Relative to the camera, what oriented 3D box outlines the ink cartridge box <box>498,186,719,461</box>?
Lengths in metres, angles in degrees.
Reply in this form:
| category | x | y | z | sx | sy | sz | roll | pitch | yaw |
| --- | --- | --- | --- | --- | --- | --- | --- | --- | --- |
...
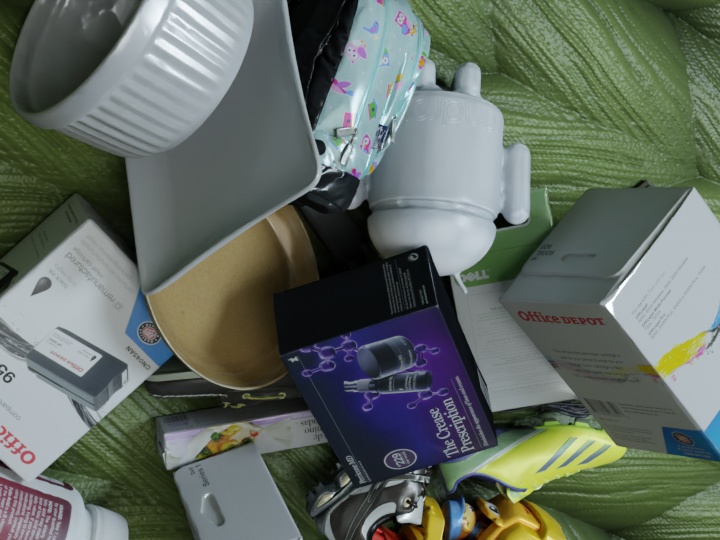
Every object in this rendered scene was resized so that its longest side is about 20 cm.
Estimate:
| category | x | y | z | sx | sy | sz | roll | pitch | yaw |
| --- | --- | --- | --- | --- | --- | --- | --- | --- | --- |
| ink cartridge box | 0.257 | 0.045 | 1.282 | 0.145 | 0.147 | 0.200 | -50 | 114 | -21 |

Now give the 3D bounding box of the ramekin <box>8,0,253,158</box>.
| category | x | y | z | sx | sy | sz | roll | pitch | yaw |
| --- | --- | --- | --- | --- | --- | --- | --- | --- | --- |
| ramekin | -0.172 | -0.183 | 1.130 | 0.105 | 0.200 | 0.200 | 30 | 97 | -35 |

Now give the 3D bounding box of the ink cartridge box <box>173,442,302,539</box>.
| category | x | y | z | sx | sy | sz | roll | pitch | yaw |
| --- | --- | --- | --- | --- | --- | --- | --- | --- | --- |
| ink cartridge box | -0.094 | 0.280 | 1.325 | 0.084 | 0.146 | 0.200 | -20 | 127 | -12 |

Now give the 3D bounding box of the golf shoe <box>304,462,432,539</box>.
| category | x | y | z | sx | sy | sz | roll | pitch | yaw |
| --- | --- | --- | --- | --- | --- | --- | --- | --- | --- |
| golf shoe | 0.045 | 0.191 | 1.385 | 0.200 | 0.095 | 0.078 | -44 | 161 | 3 |

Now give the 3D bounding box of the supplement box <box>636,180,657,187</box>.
| category | x | y | z | sx | sy | sz | roll | pitch | yaw |
| --- | --- | --- | --- | --- | --- | --- | --- | --- | --- |
| supplement box | 0.329 | 0.014 | 1.425 | 0.061 | 0.109 | 0.200 | -39 | 116 | -3 |

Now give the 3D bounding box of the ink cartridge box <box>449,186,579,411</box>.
| category | x | y | z | sx | sy | sz | roll | pitch | yaw |
| --- | --- | --- | --- | --- | --- | --- | --- | --- | --- |
| ink cartridge box | 0.141 | 0.026 | 1.360 | 0.104 | 0.059 | 0.200 | -10 | 98 | 9 |

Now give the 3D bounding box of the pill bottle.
| category | x | y | z | sx | sy | sz | roll | pitch | yaw |
| --- | --- | --- | --- | --- | --- | --- | --- | --- | --- |
| pill bottle | -0.312 | 0.227 | 1.268 | 0.200 | 0.114 | 0.114 | 26 | 99 | -25 |

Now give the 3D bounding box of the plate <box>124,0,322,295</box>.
| category | x | y | z | sx | sy | sz | roll | pitch | yaw |
| --- | --- | --- | --- | --- | --- | --- | --- | --- | --- |
| plate | -0.109 | -0.104 | 1.148 | 0.199 | 0.200 | 0.032 | -32 | 146 | 32 |

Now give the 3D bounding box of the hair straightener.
| category | x | y | z | sx | sy | sz | roll | pitch | yaw |
| --- | --- | --- | --- | --- | --- | --- | --- | --- | --- |
| hair straightener | 0.000 | 0.000 | 1.319 | 0.041 | 0.077 | 0.200 | -33 | 116 | -7 |

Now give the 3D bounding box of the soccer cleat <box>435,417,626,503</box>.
| category | x | y | z | sx | sy | sz | roll | pitch | yaw |
| --- | --- | --- | --- | --- | --- | --- | --- | --- | --- |
| soccer cleat | 0.168 | 0.190 | 1.441 | 0.200 | 0.065 | 0.084 | 2 | 72 | -14 |

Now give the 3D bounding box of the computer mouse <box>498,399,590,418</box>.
| category | x | y | z | sx | sy | sz | roll | pitch | yaw |
| --- | --- | --- | --- | --- | --- | --- | --- | --- | --- |
| computer mouse | 0.177 | 0.048 | 1.424 | 0.140 | 0.046 | 0.200 | -1 | 110 | -9 |

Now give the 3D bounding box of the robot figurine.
| category | x | y | z | sx | sy | sz | roll | pitch | yaw |
| --- | --- | --- | --- | --- | --- | --- | --- | --- | --- |
| robot figurine | 0.065 | -0.082 | 1.272 | 0.169 | 0.113 | 0.201 | 4 | 80 | 2 |

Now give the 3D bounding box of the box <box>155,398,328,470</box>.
| category | x | y | z | sx | sy | sz | roll | pitch | yaw |
| --- | --- | --- | --- | --- | --- | --- | --- | --- | --- |
| box | -0.090 | 0.146 | 1.359 | 0.200 | 0.041 | 0.039 | -8 | 113 | -18 |

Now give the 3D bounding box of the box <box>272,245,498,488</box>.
| category | x | y | z | sx | sy | sz | roll | pitch | yaw |
| --- | --- | --- | --- | --- | --- | --- | --- | --- | --- |
| box | 0.024 | 0.088 | 1.263 | 0.141 | 0.079 | 0.200 | -16 | 134 | 10 |

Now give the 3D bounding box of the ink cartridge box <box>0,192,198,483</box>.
| category | x | y | z | sx | sy | sz | roll | pitch | yaw |
| --- | --- | --- | --- | --- | --- | --- | --- | --- | --- |
| ink cartridge box | -0.263 | 0.059 | 1.241 | 0.200 | 0.084 | 0.145 | -42 | 116 | -1 |

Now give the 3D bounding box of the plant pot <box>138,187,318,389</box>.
| category | x | y | z | sx | sy | sz | roll | pitch | yaw |
| --- | --- | --- | --- | --- | --- | --- | --- | --- | --- |
| plant pot | -0.116 | 0.005 | 1.254 | 0.200 | 0.027 | 0.201 | 15 | 69 | -43 |

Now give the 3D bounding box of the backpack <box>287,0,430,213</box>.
| category | x | y | z | sx | sy | sz | roll | pitch | yaw |
| --- | --- | --- | --- | --- | --- | --- | --- | --- | --- |
| backpack | -0.033 | -0.153 | 1.214 | 0.127 | 0.167 | 0.200 | 29 | 81 | -44 |

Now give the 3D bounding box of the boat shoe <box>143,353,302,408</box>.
| category | x | y | z | sx | sy | sz | roll | pitch | yaw |
| --- | --- | --- | --- | --- | --- | --- | --- | --- | --- |
| boat shoe | -0.099 | 0.095 | 1.319 | 0.201 | 0.072 | 0.061 | -8 | 113 | -18 |

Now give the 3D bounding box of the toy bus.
| category | x | y | z | sx | sy | sz | roll | pitch | yaw |
| --- | --- | --- | --- | --- | --- | --- | --- | --- | --- |
| toy bus | 0.075 | 0.286 | 1.432 | 0.192 | 0.136 | 0.200 | 36 | 92 | -11 |
